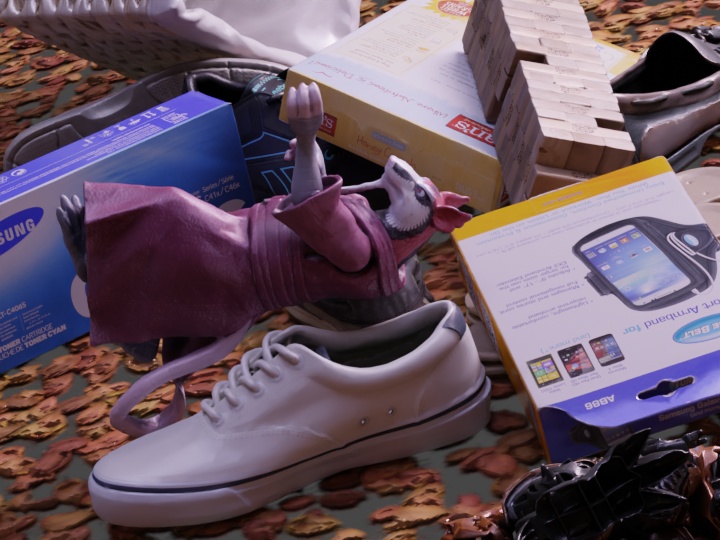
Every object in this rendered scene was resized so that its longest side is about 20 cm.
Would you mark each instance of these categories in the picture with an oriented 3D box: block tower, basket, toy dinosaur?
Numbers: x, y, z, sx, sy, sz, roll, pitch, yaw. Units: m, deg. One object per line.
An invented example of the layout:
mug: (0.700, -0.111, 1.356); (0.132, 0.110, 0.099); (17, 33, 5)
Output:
block tower: (0.102, -0.095, 1.483); (0.058, 0.054, 0.200); (9, 33, -16)
basket: (-0.108, -0.229, 1.763); (0.161, 0.198, 0.200); (0, -11, 37)
toy dinosaur: (0.094, 0.117, 1.103); (0.200, 0.102, 0.136); (-35, 10, -3)

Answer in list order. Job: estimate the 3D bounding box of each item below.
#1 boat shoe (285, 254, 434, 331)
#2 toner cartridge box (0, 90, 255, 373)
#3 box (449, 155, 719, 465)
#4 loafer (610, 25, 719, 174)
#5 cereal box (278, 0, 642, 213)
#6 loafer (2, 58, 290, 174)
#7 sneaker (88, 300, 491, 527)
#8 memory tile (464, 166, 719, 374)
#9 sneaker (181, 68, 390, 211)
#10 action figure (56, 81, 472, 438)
boat shoe: (-0.001, 0.000, 1.416); (0.072, 0.066, 0.201); (-17, 24, -10)
toner cartridge box: (-0.154, -0.020, 1.514); (0.200, 0.095, 0.043); (-27, 26, -27)
box: (0.124, 0.022, 1.300); (0.119, 0.042, 0.200); (-18, 34, -2)
loafer: (0.187, -0.110, 1.569); (0.072, 0.063, 0.200); (2, 28, 31)
cereal box: (0.062, -0.106, 1.577); (0.144, 0.040, 0.200); (25, 32, 20)
loafer: (-0.129, -0.095, 1.712); (0.200, 0.072, 0.063); (-16, 16, 3)
sneaker: (-0.038, 0.063, 1.286); (0.200, 0.071, 0.073); (-18, 23, -10)
memory tile: (0.129, -0.001, 1.413); (0.153, 0.017, 0.200); (-9, 24, 10)
sneaker: (-0.034, -0.073, 1.591); (0.200, 0.079, 0.075); (8, 30, 37)
action figure: (-0.042, -0.005, 1.302); (0.200, 0.149, 0.134); (-7, -9, 14)
